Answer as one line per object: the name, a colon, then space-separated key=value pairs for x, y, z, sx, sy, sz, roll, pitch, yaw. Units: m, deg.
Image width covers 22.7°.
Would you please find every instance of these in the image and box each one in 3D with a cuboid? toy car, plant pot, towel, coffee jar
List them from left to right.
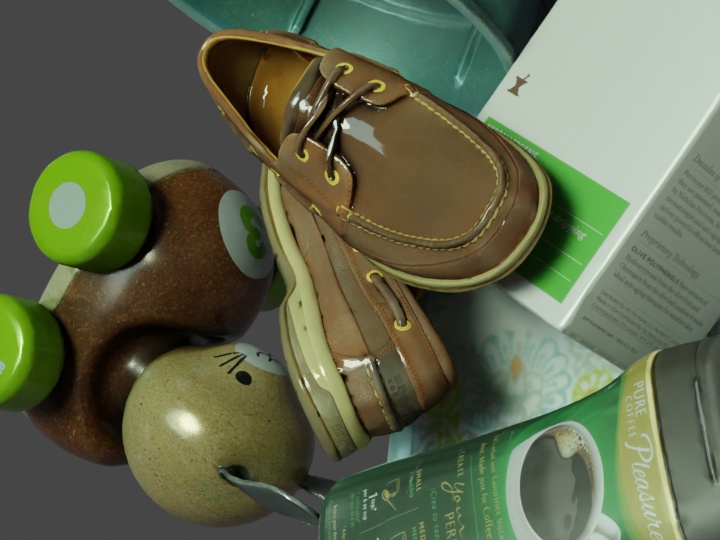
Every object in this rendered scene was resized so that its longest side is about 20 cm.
toy car: x=-0.063 y=0.056 z=0.854 sx=0.200 sy=0.164 sz=0.158 roll=39 pitch=101 yaw=31
plant pot: x=0.019 y=-0.198 z=0.802 sx=0.200 sy=0.200 sz=0.196 roll=14 pitch=72 yaw=41
towel: x=0.094 y=0.049 z=0.794 sx=0.171 sy=0.048 sz=0.200 roll=-3 pitch=73 yaw=36
coffee jar: x=0.084 y=0.102 z=0.698 sx=0.200 sy=0.085 sz=0.104 roll=-25 pitch=52 yaw=29

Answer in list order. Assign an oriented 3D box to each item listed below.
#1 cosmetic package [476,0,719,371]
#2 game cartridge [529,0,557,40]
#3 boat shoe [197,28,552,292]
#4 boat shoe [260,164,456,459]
cosmetic package: x=0.127 y=-0.066 z=0.725 sx=0.108 sy=0.085 sz=0.200 roll=36 pitch=95 yaw=46
game cartridge: x=0.132 y=-0.184 z=0.847 sx=0.200 sy=0.040 sz=0.133 roll=-30 pitch=62 yaw=29
boat shoe: x=-0.004 y=-0.050 z=0.726 sx=0.072 sy=0.068 sz=0.200 roll=-58 pitch=40 yaw=1
boat shoe: x=0.000 y=0.000 z=0.806 sx=0.068 sy=0.072 sz=0.200 roll=-20 pitch=39 yaw=6
